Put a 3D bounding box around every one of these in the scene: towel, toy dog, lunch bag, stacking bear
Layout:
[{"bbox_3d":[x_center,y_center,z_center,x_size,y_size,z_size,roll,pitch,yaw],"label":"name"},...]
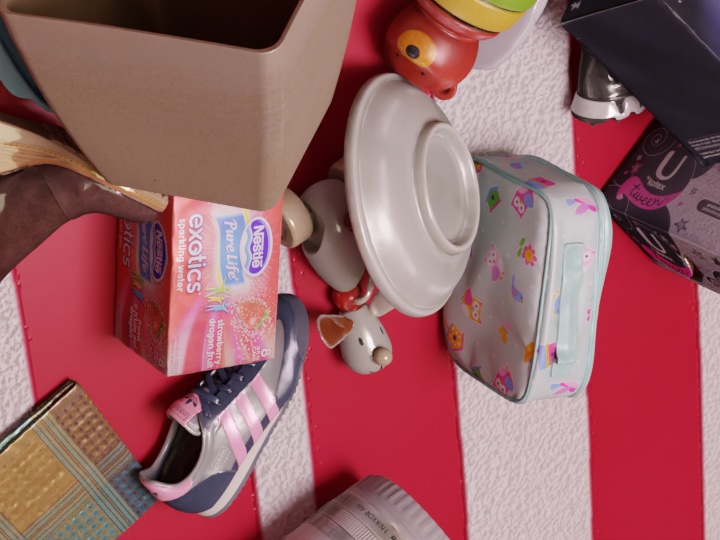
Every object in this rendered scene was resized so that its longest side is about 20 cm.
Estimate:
[{"bbox_3d":[-0.267,0.199,1.680,0.200,0.022,0.147,-42,126,-15],"label":"towel"},{"bbox_3d":[0.000,0.000,1.731,0.132,0.096,0.200,-48,126,-9],"label":"toy dog"},{"bbox_3d":[0.143,0.010,1.789,0.077,0.160,0.201,-6,110,-31],"label":"lunch bag"},{"bbox_3d":[0.090,-0.231,1.680,0.200,0.121,0.114,-57,174,26],"label":"stacking bear"}]

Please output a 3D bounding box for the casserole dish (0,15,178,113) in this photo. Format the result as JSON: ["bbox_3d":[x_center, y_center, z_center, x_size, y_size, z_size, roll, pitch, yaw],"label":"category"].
[{"bbox_3d":[-0.196,-0.206,1.561,0.200,0.039,0.121,-41,125,-15],"label":"casserole dish"}]

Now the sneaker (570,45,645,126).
[{"bbox_3d":[0.272,-0.195,1.854,0.199,0.066,0.091,-19,119,-24],"label":"sneaker"}]

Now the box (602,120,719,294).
[{"bbox_3d":[0.329,-0.054,1.862,0.115,0.200,0.132,42,83,-35],"label":"box"}]

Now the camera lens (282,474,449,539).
[{"bbox_3d":[-0.017,0.292,1.791,0.200,0.160,0.160,-38,124,-15],"label":"camera lens"}]

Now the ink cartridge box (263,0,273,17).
[{"bbox_3d":[-0.027,-0.266,1.609,0.200,0.044,0.094,-45,128,-34],"label":"ink cartridge box"}]

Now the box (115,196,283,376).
[{"bbox_3d":[-0.125,-0.030,1.638,0.102,0.095,0.201,-7,112,-32],"label":"box"}]

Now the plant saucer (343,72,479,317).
[{"bbox_3d":[0.053,-0.064,1.703,0.200,0.050,0.201,26,61,-59],"label":"plant saucer"}]

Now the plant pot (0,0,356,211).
[{"bbox_3d":[-0.109,-0.158,1.472,0.178,0.199,0.200,84,23,-45],"label":"plant pot"}]

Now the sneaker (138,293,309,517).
[{"bbox_3d":[-0.110,0.106,1.712,0.082,0.070,0.201,21,94,-45],"label":"sneaker"}]

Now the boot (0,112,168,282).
[{"bbox_3d":[-0.259,-0.027,1.553,0.199,0.072,0.167,20,104,-15],"label":"boot"}]

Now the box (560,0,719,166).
[{"bbox_3d":[0.301,-0.230,1.768,0.198,0.123,0.201,39,62,-26],"label":"box"}]

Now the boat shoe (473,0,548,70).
[{"bbox_3d":[0.145,-0.256,1.749,0.068,0.072,0.201,3,114,-57],"label":"boat shoe"}]
